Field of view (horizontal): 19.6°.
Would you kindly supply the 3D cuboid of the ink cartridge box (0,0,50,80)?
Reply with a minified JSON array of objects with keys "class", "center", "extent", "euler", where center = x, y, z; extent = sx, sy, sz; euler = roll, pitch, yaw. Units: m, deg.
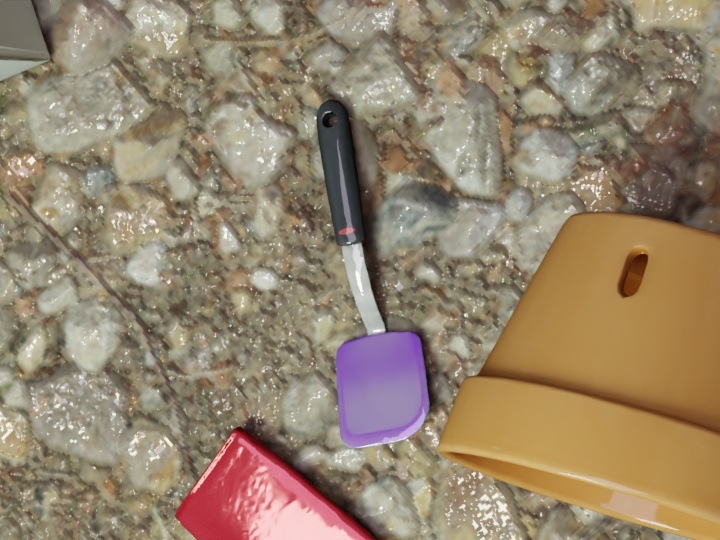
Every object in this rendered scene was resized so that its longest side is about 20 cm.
[{"class":"ink cartridge box","center":[-0.305,-0.159,1.252],"extent":[0.199,0.084,0.146],"euler":[-19,88,18]}]

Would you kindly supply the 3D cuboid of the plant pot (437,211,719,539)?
[{"class":"plant pot","center":[0.154,0.057,1.080],"extent":[0.199,0.200,0.141],"euler":[15,81,16]}]

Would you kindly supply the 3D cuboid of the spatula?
[{"class":"spatula","center":[0.000,0.000,1.201],"extent":[0.056,0.021,0.201],"euler":[-10,90,19]}]

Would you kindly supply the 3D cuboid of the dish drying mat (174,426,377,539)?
[{"class":"dish drying mat","center":[-0.016,0.182,1.222],"extent":[0.200,0.018,0.077],"euler":[39,105,10]}]
